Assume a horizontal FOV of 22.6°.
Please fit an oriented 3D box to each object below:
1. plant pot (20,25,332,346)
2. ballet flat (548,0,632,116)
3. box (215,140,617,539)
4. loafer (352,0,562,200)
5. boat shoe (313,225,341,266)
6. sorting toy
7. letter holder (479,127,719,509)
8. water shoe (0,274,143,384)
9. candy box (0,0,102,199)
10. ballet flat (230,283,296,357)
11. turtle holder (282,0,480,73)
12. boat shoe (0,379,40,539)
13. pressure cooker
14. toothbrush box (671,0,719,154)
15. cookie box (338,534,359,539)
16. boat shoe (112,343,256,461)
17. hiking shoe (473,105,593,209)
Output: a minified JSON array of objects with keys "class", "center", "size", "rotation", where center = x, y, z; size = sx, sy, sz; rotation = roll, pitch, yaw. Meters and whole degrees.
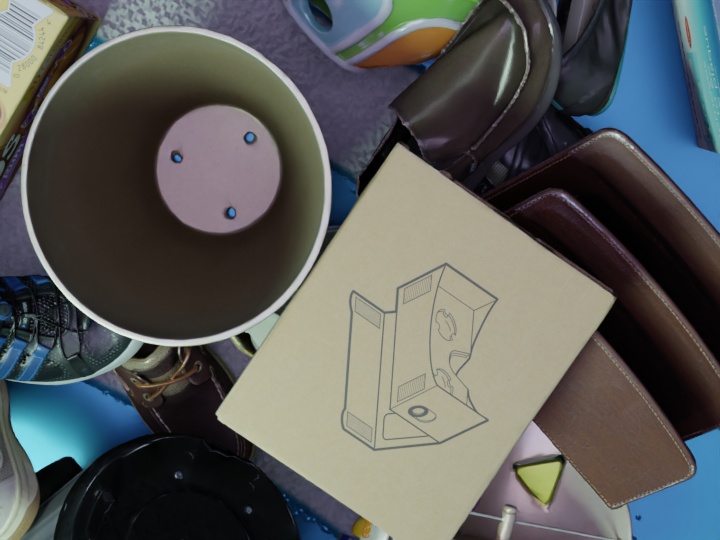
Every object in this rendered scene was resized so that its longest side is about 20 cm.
[{"class":"plant pot","center":[-0.103,-0.061,1.158],"size":[0.185,0.200,0.190],"rotation":[0,97,3]},{"class":"ballet flat","center":[0.152,-0.199,1.163],"size":[0.068,0.068,0.202],"rotation":[23,71,-27]},{"class":"box","center":[0.034,0.051,1.080],"size":[0.163,0.021,0.201],"rotation":[34,99,-3]},{"class":"loafer","center":[0.059,-0.096,1.141],"size":[0.073,0.071,0.201],"rotation":[53,133,28]},{"class":"boat shoe","center":[0.000,0.000,1.227],"size":[0.198,0.062,0.073],"rotation":[-14,95,5]},{"class":"sorting toy","center":[0.089,0.109,1.206],"size":[0.198,0.107,0.182],"rotation":[15,88,-29]},{"class":"letter holder","center":[0.163,0.030,1.136],"size":[0.200,0.101,0.142],"rotation":[48,135,-14]},{"class":"water shoe","center":[-0.236,0.038,1.167],"size":[0.198,0.079,0.072],"rotation":[-5,82,4]},{"class":"candy box","center":[-0.254,-0.097,1.204],"size":[0.056,0.117,0.201],"rotation":[30,96,-1]},{"class":"ballet flat","center":[-0.007,0.048,1.139],"size":[0.199,0.070,0.072],"rotation":[15,98,36]},{"class":"turtle holder","center":[0.003,-0.214,1.168],"size":[0.185,0.141,0.132],"rotation":[39,114,-10]},{"class":"boat shoe","center":[-0.275,0.103,1.197],"size":[0.065,0.200,0.072],"rotation":[30,107,-42]},{"class":"pressure cooker","center":[-0.145,0.214,1.193],"size":[0.177,0.200,0.178],"rotation":[17,64,-21]},{"class":"toothbrush box","center":[0.250,-0.152,1.128],"size":[0.084,0.200,0.148],"rotation":[-11,96,5]},{"class":"cookie box","center":[-0.012,0.284,1.190],"size":[0.074,0.200,0.173],"rotation":[17,96,2]},{"class":"boat shoe","center":[-0.142,0.061,1.237],"size":[0.072,0.072,0.201],"rotation":[-29,94,6]},{"class":"hiking shoe","center":[0.118,-0.059,1.219],"size":[0.100,0.076,0.201],"rotation":[-33,88,19]}]
